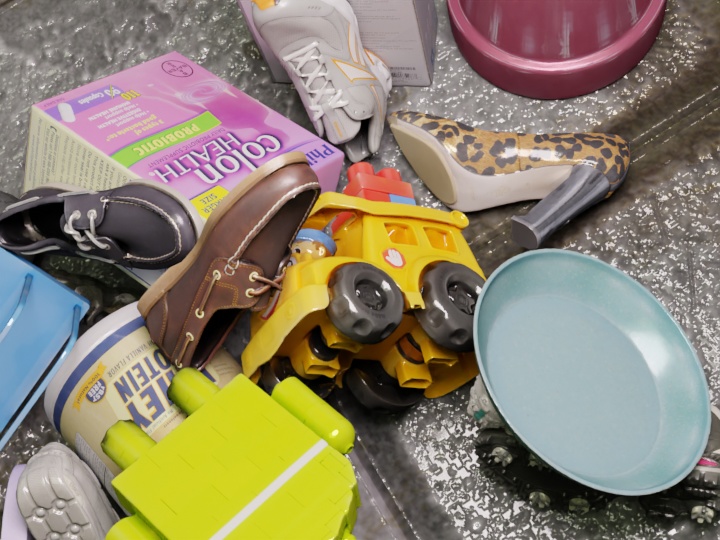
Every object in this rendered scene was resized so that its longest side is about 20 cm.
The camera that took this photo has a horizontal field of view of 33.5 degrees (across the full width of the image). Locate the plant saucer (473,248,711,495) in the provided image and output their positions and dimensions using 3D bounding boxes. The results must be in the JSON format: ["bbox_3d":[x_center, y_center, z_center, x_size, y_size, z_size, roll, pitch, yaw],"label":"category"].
[{"bbox_3d":[0.164,0.077,0.878,0.199,0.036,0.201,14,53,-19],"label":"plant saucer"}]

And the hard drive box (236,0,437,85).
[{"bbox_3d":[-0.021,-0.243,1.038,0.155,0.200,0.077,3,70,10],"label":"hard drive box"}]

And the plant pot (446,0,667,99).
[{"bbox_3d":[0.168,-0.276,1.028,0.199,0.179,0.201,-3,69,8],"label":"plant pot"}]

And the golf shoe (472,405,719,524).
[{"bbox_3d":[0.190,0.141,0.935,0.199,0.077,0.088,6,47,14],"label":"golf shoe"}]

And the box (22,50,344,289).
[{"bbox_3d":[-0.149,-0.080,1.008,0.200,0.097,0.176,34,39,19],"label":"box"}]

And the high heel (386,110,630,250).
[{"bbox_3d":[0.130,-0.109,1.046,0.142,0.072,0.200,-36,57,-24],"label":"high heel"}]

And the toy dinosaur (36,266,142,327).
[{"bbox_3d":[-0.276,0.030,1.027,0.088,0.199,0.048,-57,35,17],"label":"toy dinosaur"}]

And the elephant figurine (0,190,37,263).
[{"bbox_3d":[-0.368,-0.036,1.017,0.141,0.200,0.156,8,69,19],"label":"elephant figurine"}]

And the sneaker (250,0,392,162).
[{"bbox_3d":[-0.025,-0.161,1.006,0.075,0.200,0.093,-14,64,24],"label":"sneaker"}]

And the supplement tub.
[{"bbox_3d":[-0.138,0.135,0.945,0.144,0.145,0.200,-43,68,-8],"label":"supplement tub"}]

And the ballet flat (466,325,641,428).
[{"bbox_3d":[0.157,0.069,0.949,0.199,0.072,0.072,-23,63,-33],"label":"ballet flat"}]

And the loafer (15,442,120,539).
[{"bbox_3d":[-0.204,0.224,0.927,0.070,0.070,0.201,-15,111,4],"label":"loafer"}]

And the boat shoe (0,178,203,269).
[{"bbox_3d":[-0.203,-0.028,0.912,0.199,0.073,0.063,7,27,37],"label":"boat shoe"}]

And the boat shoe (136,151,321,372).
[{"bbox_3d":[-0.085,0.000,0.853,0.200,0.070,0.071,-47,66,37],"label":"boat shoe"}]

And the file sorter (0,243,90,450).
[{"bbox_3d":[-0.328,0.041,0.905,0.200,0.123,0.139,35,95,-17],"label":"file sorter"}]

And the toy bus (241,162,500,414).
[{"bbox_3d":[0.000,0.000,0.943,0.199,0.136,0.193,5,56,-34],"label":"toy bus"}]

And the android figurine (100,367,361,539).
[{"bbox_3d":[-0.082,0.150,0.813,0.200,0.041,0.182,34,60,29],"label":"android figurine"}]

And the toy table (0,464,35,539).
[{"bbox_3d":[-0.305,0.252,0.925,0.116,0.185,0.201,-5,43,-7],"label":"toy table"}]
